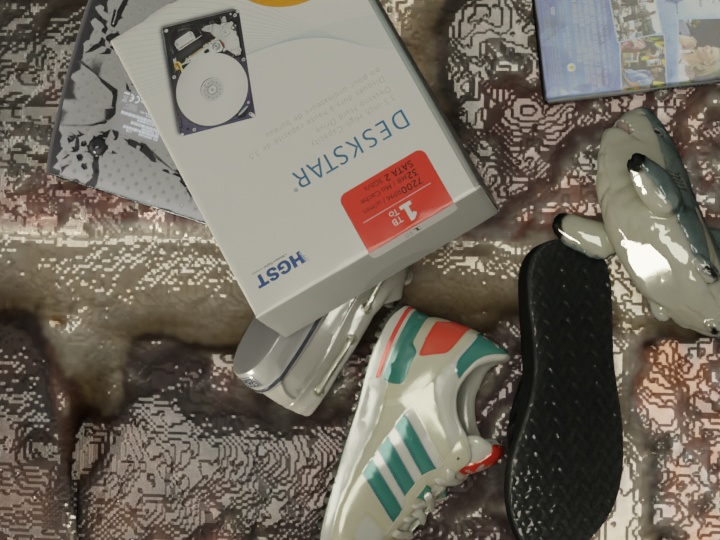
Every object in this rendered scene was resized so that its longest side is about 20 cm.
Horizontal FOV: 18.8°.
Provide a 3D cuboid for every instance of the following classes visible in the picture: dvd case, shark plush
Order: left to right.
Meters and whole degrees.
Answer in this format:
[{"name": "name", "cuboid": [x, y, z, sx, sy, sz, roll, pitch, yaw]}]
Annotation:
[{"name": "dvd case", "cuboid": [0.207, -0.188, 1.371, 0.199, 0.018, 0.143, -6, 87, 8]}, {"name": "shark plush", "cuboid": [0.215, -0.012, 1.338, 0.200, 0.083, 0.091, 45, 134, 12]}]

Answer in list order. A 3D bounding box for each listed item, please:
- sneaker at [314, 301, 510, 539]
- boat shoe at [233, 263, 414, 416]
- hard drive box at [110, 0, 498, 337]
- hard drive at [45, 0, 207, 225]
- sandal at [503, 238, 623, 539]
[{"name": "sneaker", "cuboid": [0.036, 0.126, 1.360, 0.093, 0.070, 0.201, 15, 88, 14]}, {"name": "boat shoe", "cuboid": [0.000, 0.000, 1.372, 0.066, 0.072, 0.200, 36, 79, -23]}, {"name": "hard drive box", "cuboid": [-0.033, -0.087, 1.314, 0.156, 0.077, 0.200, -31, 75, 5]}, {"name": "hard drive", "cuboid": [-0.114, -0.139, 1.401, 0.134, 0.042, 0.201, 17, 91, 7]}, {"name": "sandal", "cuboid": [0.125, 0.082, 1.362, 0.075, 0.048, 0.201, 9, 75, -15]}]
